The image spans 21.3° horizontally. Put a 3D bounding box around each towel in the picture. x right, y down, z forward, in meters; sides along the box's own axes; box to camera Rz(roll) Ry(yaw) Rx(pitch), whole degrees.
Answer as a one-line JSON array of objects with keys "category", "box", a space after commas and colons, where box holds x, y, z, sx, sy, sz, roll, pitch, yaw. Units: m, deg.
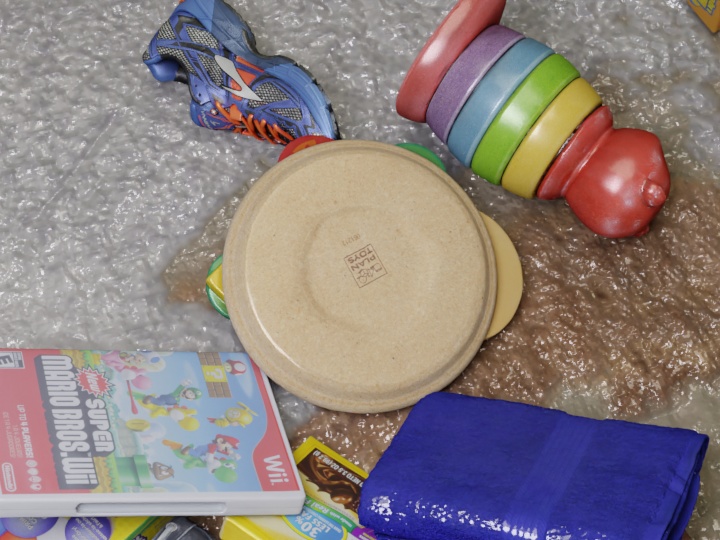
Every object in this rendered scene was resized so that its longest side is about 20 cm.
[{"category": "towel", "box": [0.112, 0.141, 1.227, 0.200, 0.050, 0.148, 9, 30, 21]}]

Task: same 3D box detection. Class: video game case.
[{"category": "video game case", "box": [-0.146, 0.103, 1.235, 0.200, 0.017, 0.143, 2, 38, -21]}]

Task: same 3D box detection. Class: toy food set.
[{"category": "toy food set", "box": [0.000, 0.000, 1.326, 0.198, 0.049, 0.200, 45, 75, 2]}]

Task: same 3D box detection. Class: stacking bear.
[{"category": "stacking bear", "box": [0.135, -0.101, 1.383, 0.200, 0.121, 0.114, 37, 62, 11]}]

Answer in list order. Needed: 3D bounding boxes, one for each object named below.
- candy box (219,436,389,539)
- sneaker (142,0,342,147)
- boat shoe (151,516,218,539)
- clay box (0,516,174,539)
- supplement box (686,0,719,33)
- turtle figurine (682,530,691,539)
[{"category": "candy box", "box": [0.018, 0.191, 1.227, 0.200, 0.026, 0.102, 32, 44, 17]}, {"category": "sneaker", "box": [-0.084, -0.124, 1.417, 0.078, 0.075, 0.200, -42, 60, -12]}, {"category": "boat shoe", "box": [-0.160, 0.230, 1.188, 0.068, 0.072, 0.200, 38, 62, 15]}, {"category": "clay box", "box": [-0.216, 0.172, 1.236, 0.115, 0.048, 0.200, 38, 64, 22]}, {"category": "supplement box", "box": [0.346, -0.260, 1.506, 0.200, 0.067, 0.069, -24, 65, -14]}, {"category": "turtle figurine", "box": [0.203, 0.237, 1.198, 0.200, 0.064, 0.161, -27, 63, -17]}]
